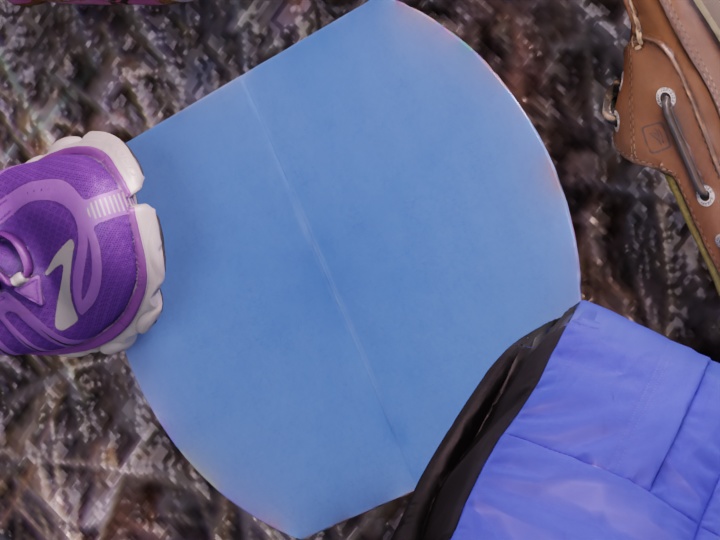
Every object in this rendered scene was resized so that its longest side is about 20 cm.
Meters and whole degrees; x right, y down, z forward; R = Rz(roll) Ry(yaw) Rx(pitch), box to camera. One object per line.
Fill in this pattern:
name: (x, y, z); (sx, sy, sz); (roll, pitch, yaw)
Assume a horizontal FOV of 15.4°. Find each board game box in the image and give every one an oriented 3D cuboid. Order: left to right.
board game box: (0.000, 0.000, 0.943); (0.199, 0.039, 0.159); (-27, 85, 35)

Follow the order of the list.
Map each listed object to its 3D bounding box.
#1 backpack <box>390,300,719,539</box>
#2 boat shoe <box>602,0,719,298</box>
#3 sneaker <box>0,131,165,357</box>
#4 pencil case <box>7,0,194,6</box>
backpack: (0.080, 0.124, 0.807); (0.167, 0.200, 0.163); (24, 125, 1)
boat shoe: (0.109, -0.057, 0.858); (0.068, 0.072, 0.201); (-31, 82, 26)
sneaker: (-0.150, 0.007, 0.977); (0.199, 0.083, 0.081); (-18, 89, 40)
pencil case: (-0.049, -0.142, 0.925); (0.199, 0.083, 0.087); (-1, 140, 27)
